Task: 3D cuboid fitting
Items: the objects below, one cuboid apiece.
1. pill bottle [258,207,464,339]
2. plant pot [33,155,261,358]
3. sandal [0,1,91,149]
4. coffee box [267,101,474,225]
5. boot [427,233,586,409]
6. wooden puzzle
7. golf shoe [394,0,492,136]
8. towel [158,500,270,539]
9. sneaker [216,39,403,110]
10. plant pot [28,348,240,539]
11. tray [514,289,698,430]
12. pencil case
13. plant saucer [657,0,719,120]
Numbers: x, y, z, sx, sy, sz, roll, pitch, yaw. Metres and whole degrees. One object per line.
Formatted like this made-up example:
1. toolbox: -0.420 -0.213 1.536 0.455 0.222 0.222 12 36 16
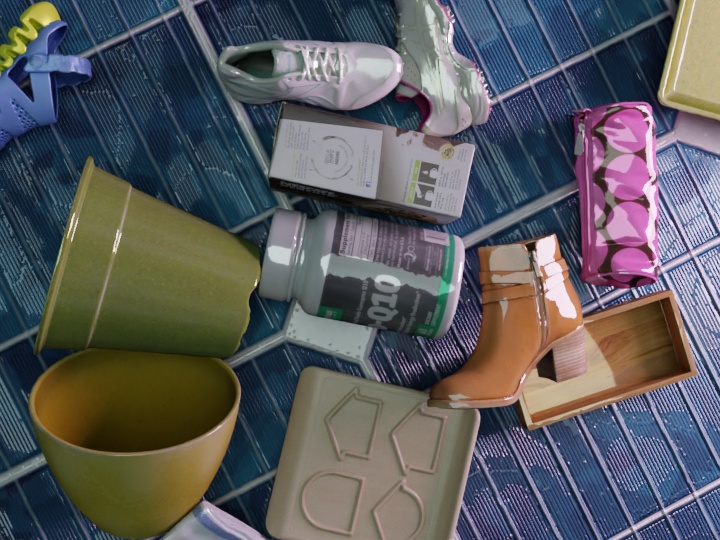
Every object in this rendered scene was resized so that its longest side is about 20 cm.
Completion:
1. pill bottle: 0.000 0.000 0.955 0.199 0.113 0.114 11 88 -3
2. plant pot: -0.206 0.009 0.918 0.189 0.200 0.201 16 88 -17
3. sandal: -0.354 -0.179 0.953 0.087 0.079 0.200 34 88 -7
4. coffee box: 0.007 -0.108 0.958 0.199 0.113 0.080 12 88 -4
5. boot: 0.139 0.052 0.936 0.199 0.074 0.155 -16 96 -28
6. wooden puzzle: 0.013 0.213 0.988 0.199 0.046 0.186 13 87 1
7. golf shoe: 0.065 -0.237 0.986 0.091 0.075 0.201 -27 90 -1
8. towel: -0.186 0.332 0.936 0.200 0.024 0.147 -43 133 -2
9. sneaker: -0.055 -0.208 0.959 0.199 0.080 0.071 -2 88 5
10. plant pot: -0.222 0.180 0.911 0.199 0.200 0.143 4 115 -4
11. tray: 0.261 0.098 1.010 0.199 0.037 0.099 -17 90 -5
12. pencil case: 0.273 -0.080 0.991 0.093 0.091 0.201 -2 86 -39
13. plant saucer: 0.439 -0.254 1.025 0.199 0.048 0.201 14 87 -4
